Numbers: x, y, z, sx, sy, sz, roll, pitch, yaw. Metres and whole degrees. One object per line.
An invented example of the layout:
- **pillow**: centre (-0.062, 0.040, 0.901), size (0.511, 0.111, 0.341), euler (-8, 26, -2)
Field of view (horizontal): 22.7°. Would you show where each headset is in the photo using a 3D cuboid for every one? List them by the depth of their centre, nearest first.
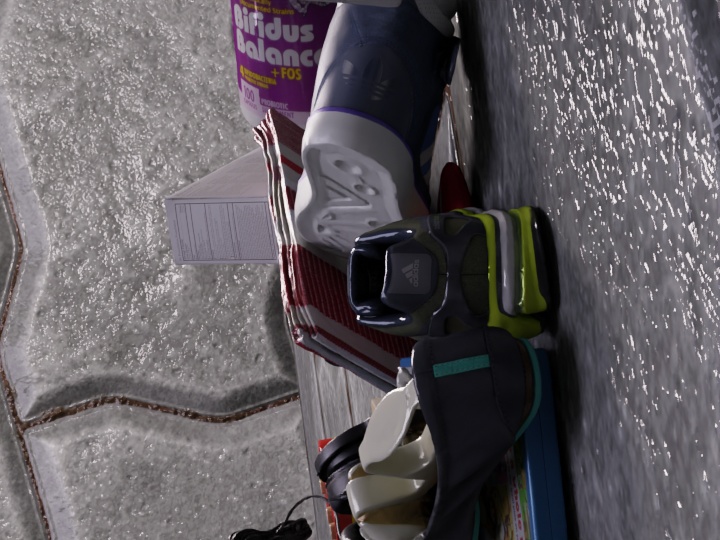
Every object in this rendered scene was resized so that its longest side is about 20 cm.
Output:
- **headset**: centre (-0.001, 0.158, 1.130), size (0.199, 0.093, 0.125), euler (-19, 79, 55)

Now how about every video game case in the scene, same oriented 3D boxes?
- **video game case**: centre (0.060, 0.113, 0.902), size (0.200, 0.018, 0.145), euler (165, 100, -75)

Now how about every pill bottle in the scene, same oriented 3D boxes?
- **pill bottle**: centre (-0.037, -0.202, 1.245), size (0.113, 0.111, 0.202), euler (-106, 10, -60)

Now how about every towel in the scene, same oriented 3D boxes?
- **towel**: centre (0.000, 0.000, 1.112), size (0.144, 0.023, 0.201), euler (31, -149, -35)

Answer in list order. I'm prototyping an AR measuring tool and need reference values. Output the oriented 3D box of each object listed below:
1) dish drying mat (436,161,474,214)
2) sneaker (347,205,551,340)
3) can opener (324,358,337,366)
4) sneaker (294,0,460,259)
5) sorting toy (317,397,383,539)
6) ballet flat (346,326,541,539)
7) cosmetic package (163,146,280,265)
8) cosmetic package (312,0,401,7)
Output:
- **dish drying mat**: centre (0.065, 0.041, 0.950), size (0.077, 0.018, 0.201), euler (93, 169, -52)
- **sneaker**: centre (0.030, 0.001, 0.877), size (0.200, 0.080, 0.075), euler (152, 118, -78)
- **can opener**: centre (-0.001, 0.018, 1.192), size (0.200, 0.078, 0.064), euler (-75, -14, -69)
- **sneaker**: centre (0.017, -0.096, 0.996), size (0.200, 0.080, 0.148), euler (85, -158, -71)
- **sorting toy**: centre (0.013, 0.214, 1.302), size (0.199, 0.069, 0.202), euler (-119, 21, -80)
- **ballet flat**: centre (0.029, 0.091, 0.844), size (0.201, 0.072, 0.074), euler (106, 158, -55)
- **cosmetic package**: centre (-0.049, -0.054, 1.232), size (0.200, 0.082, 0.051), euler (-36, -56, -60)
- **cosmetic package**: centre (-0.017, -0.234, 0.843), size (0.085, 0.107, 0.201), euler (-103, 19, -47)
